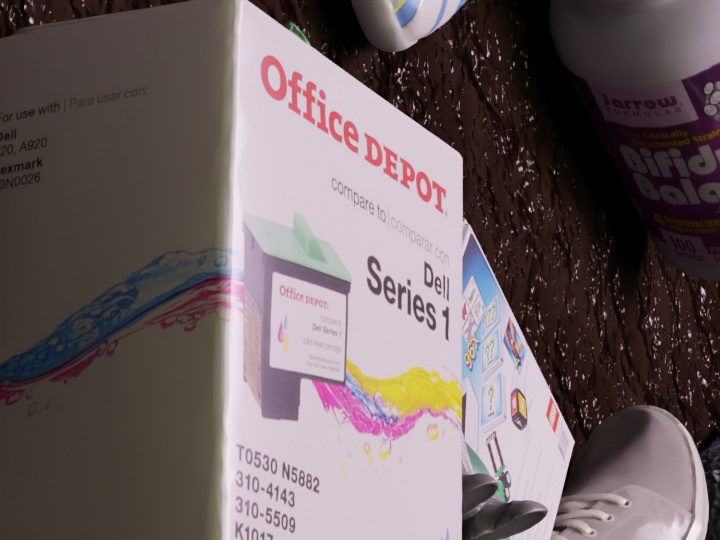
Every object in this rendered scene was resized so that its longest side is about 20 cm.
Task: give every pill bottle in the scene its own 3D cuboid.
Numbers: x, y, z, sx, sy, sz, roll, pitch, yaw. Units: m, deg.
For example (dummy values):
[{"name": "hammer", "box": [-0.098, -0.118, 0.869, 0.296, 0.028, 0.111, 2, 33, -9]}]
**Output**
[{"name": "pill bottle", "box": [0.151, -0.097, 1.238, 0.200, 0.112, 0.113, 58, 35, -39]}]

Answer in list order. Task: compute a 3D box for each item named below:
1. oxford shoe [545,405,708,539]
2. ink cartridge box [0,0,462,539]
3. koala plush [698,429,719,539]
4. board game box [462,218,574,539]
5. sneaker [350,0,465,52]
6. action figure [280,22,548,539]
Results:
[{"name": "oxford shoe", "box": [0.092, 0.118, 1.108, 0.058, 0.075, 0.200, 51, 38, -23]}, {"name": "ink cartridge box", "box": [-0.036, 0.042, 0.764, 0.145, 0.084, 0.201, 31, 55, -57]}, {"name": "koala plush", "box": [0.269, 0.158, 1.347, 0.184, 0.177, 0.201, -34, 109, -72]}, {"name": "board game box", "box": [0.027, 0.094, 1.019, 0.126, 0.034, 0.200, 62, 32, -35]}, {"name": "sneaker", "box": [0.060, -0.162, 1.079, 0.076, 0.105, 0.200, 63, 31, -33]}, {"name": "action figure", "box": [0.000, 0.000, 0.917, 0.118, 0.055, 0.200, 36, 27, -61]}]
